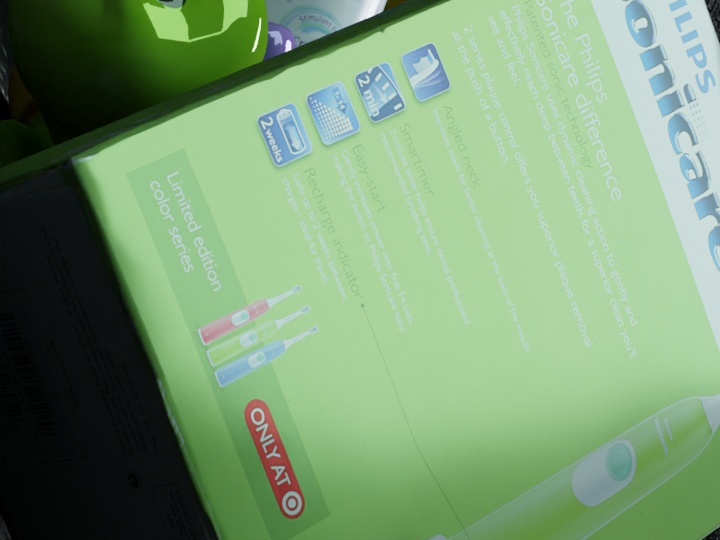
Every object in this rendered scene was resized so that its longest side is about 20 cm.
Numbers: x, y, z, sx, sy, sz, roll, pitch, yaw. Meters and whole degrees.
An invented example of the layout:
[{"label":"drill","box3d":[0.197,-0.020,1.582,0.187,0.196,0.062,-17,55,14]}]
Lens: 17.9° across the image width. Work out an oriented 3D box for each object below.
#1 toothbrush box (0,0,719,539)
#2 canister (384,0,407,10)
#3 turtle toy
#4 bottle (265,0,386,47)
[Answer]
[{"label":"toothbrush box","box3d":[0.011,0.015,0.548,0.200,0.086,0.146,-28,100,-38]},{"label":"canister","box3d":[0.054,-0.203,1.073,0.149,0.086,0.200,45,43,-44]},{"label":"turtle toy","box3d":[-0.041,-0.019,0.644,0.200,0.101,0.146,50,17,-43]},{"label":"bottle","box3d":[-0.024,-0.122,0.778,0.083,0.200,0.065,24,-14,-12]}]
